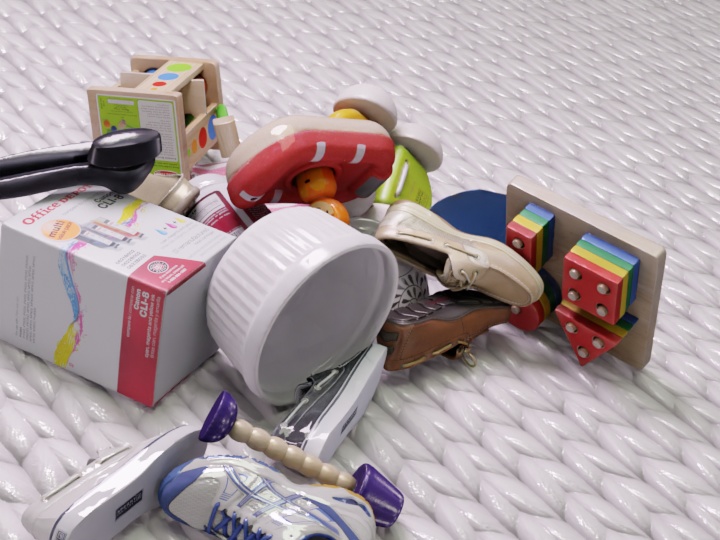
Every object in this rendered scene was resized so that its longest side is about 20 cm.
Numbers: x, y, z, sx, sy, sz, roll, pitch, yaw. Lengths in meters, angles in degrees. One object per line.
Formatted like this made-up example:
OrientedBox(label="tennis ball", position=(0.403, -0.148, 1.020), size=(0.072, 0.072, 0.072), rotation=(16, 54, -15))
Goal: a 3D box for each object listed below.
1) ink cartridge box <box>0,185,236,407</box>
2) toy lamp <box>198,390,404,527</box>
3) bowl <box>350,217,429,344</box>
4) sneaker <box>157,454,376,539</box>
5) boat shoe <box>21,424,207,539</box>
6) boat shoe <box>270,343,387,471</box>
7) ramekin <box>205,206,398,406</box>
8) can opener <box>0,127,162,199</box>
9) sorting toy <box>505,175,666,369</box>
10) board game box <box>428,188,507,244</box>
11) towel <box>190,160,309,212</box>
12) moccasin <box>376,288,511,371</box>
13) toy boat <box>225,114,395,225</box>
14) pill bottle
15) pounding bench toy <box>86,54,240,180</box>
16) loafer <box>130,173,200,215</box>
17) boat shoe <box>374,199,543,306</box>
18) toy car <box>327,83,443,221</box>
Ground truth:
OrientedBox(label="ink cartridge box", position=(-0.255, 0.017, 1.349), size=(0.199, 0.145, 0.145), rotation=(21, 32, 16))
OrientedBox(label="toy lamp", position=(-0.052, 0.180, 1.209), size=(0.199, 0.058, 0.058), rotation=(30, 30, -9))
OrientedBox(label="bowl", position=(0.000, 0.000, 1.521), size=(0.200, 0.095, 0.201), rotation=(10, 32, -6))
OrientedBox(label="sneaker", position=(-0.083, 0.224, 1.148), size=(0.199, 0.076, 0.088), rotation=(11, 32, -3))
OrientedBox(label="boat shoe", position=(-0.217, 0.189, 1.167), size=(0.066, 0.072, 0.200), rotation=(25, 37, 24))
OrientedBox(label="boat shoe", position=(-0.033, 0.131, 1.327), size=(0.068, 0.072, 0.200), rotation=(23, 40, 13))
OrientedBox(label="ramekin", position=(-0.067, 0.029, 1.341), size=(0.105, 0.201, 0.200), rotation=(38, 39, 30))
OrientedBox(label="can opener", position=(-0.305, -0.110, 1.345), size=(0.199, 0.079, 0.063), rotation=(-11, 43, -18))
OrientedBox(label="sorting toy", position=(0.239, 0.019, 1.498), size=(0.200, 0.199, 0.070), rotation=(30, 57, 28))
OrientedBox(label="board game box", position=(0.181, -0.071, 1.599), size=(0.199, 0.158, 0.039), rotation=(10, 66, -8))
OrientedBox(label="towel", position=(-0.134, -0.097, 1.689), size=(0.146, 0.030, 0.200), rotation=(-8, 37, -32))
OrientedBox(label="moccasin", position=(0.098, 0.070, 1.469), size=(0.073, 0.078, 0.201), rotation=(16, 22, 36))
OrientedBox(label="toy boat", position=(-0.049, -0.090, 1.436), size=(0.199, 0.130, 0.131), rotation=(-1, 65, -35))
OrientedBox(label="pill bottle", position=(-0.143, -0.030, 1.493), size=(0.113, 0.113, 0.200), rotation=(-5, 32, -27))
OrientedBox(label="pounding bench toy", position=(-0.223, -0.196, 1.682), size=(0.199, 0.125, 0.156), rotation=(6, 29, 16))
OrientedBox(label="loafer", position=(-0.254, -0.081, 1.500), size=(0.200, 0.068, 0.076), rotation=(-5, 45, 55))
OrientedBox(label="boat shoe", position=(0.109, -0.006, 1.465), size=(0.199, 0.072, 0.065), rotation=(29, 52, 0))
OrientedBox(label="toy car", position=(-0.001, -0.121, 1.646), size=(0.200, 0.150, 0.176), rotation=(35, 59, -33))
